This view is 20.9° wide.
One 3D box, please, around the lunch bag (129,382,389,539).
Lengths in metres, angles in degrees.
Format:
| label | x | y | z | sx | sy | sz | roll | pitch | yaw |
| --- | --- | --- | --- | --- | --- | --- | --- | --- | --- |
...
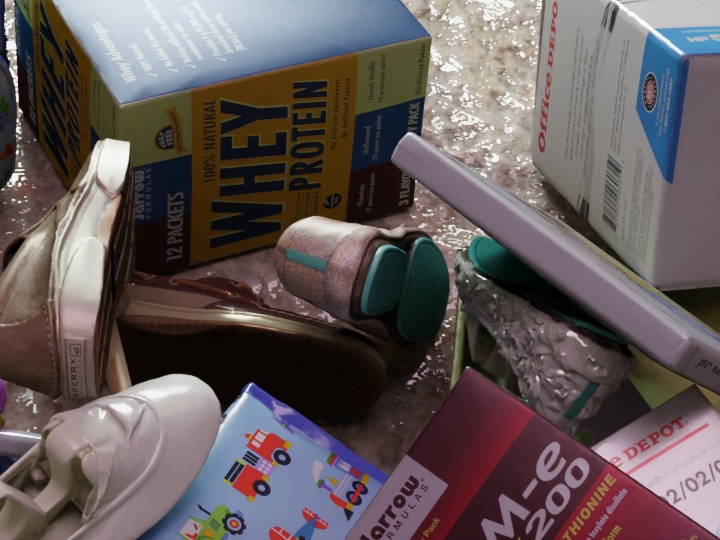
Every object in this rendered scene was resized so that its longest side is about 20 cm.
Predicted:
| label | x | y | z | sx | sy | sz | roll | pitch | yaw |
| --- | --- | --- | --- | --- | --- | --- | --- | --- | --- |
| lunch bag | -0.011 | 0.170 | 0.948 | 0.200 | 0.094 | 0.151 | 27 | 42 | 10 |

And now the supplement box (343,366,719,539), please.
| label | x | y | z | sx | sy | sz | roll | pitch | yaw |
| --- | --- | --- | --- | --- | --- | --- | --- | --- | --- |
| supplement box | 0.101 | 0.144 | 0.875 | 0.200 | 0.061 | 0.109 | 34 | 86 | 23 |

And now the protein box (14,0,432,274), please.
| label | x | y | z | sx | sy | sz | roll | pitch | yaw |
| --- | --- | --- | --- | --- | --- | --- | --- | --- | --- |
| protein box | -0.092 | -0.125 | 1.225 | 0.200 | 0.135 | 0.199 | -15 | 45 | -22 |

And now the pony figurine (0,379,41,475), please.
| label | x | y | z | sx | sy | sz | roll | pitch | yaw |
| --- | --- | --- | --- | --- | --- | --- | --- | --- | --- |
| pony figurine | -0.222 | 0.092 | 0.974 | 0.200 | 0.167 | 0.193 | 26 | 46 | -2 |

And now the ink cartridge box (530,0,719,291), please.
| label | x | y | z | sx | sy | sz | roll | pitch | yaw |
| --- | --- | --- | --- | --- | --- | --- | --- | --- | --- |
| ink cartridge box | 0.179 | -0.096 | 1.175 | 0.084 | 0.146 | 0.200 | -5 | 27 | -15 |

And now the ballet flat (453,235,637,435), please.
| label | x | y | z | sx | sy | sz | roll | pitch | yaw |
| --- | --- | --- | --- | --- | --- | --- | --- | --- | --- |
| ballet flat | 0.085 | 0.034 | 1.032 | 0.072 | 0.072 | 0.200 | -3 | 15 | -9 |

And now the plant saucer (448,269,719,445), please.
| label | x | y | z | sx | sy | sz | roll | pitch | yaw |
| --- | --- | --- | --- | --- | --- | --- | --- | --- | --- |
| plant saucer | 0.147 | 0.081 | 1.082 | 0.200 | 0.048 | 0.200 | 7 | 42 | 2 |

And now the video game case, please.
| label | x | y | z | sx | sy | sz | roll | pitch | yaw |
| --- | --- | --- | --- | --- | --- | --- | --- | --- | --- |
| video game case | 0.129 | 0.008 | 1.022 | 0.200 | 0.022 | 0.182 | 38 | 8 | 34 |

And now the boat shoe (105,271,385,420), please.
| label | x | y | z | sx | sy | sz | roll | pitch | yaw |
| --- | --- | --- | --- | --- | --- | --- | --- | --- | --- |
| boat shoe | -0.080 | 0.031 | 1.103 | 0.200 | 0.072 | 0.072 | 7 | 42 | 11 |

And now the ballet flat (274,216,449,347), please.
| label | x | y | z | sx | sy | sz | roll | pitch | yaw |
| --- | --- | --- | --- | --- | --- | --- | --- | --- | --- |
| ballet flat | 0.000 | 0.000 | 1.075 | 0.067 | 0.200 | 0.068 | 15 | 85 | 15 |

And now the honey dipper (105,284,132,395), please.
| label | x | y | z | sx | sy | sz | roll | pitch | yaw |
| --- | --- | --- | --- | --- | --- | --- | --- | --- | --- |
| honey dipper | -0.128 | 0.049 | 1.008 | 0.038 | 0.038 | 0.200 | -7 | 39 | -13 |

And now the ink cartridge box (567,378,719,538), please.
| label | x | y | z | sx | sy | sz | roll | pitch | yaw |
| --- | --- | --- | --- | --- | --- | --- | --- | --- | --- |
| ink cartridge box | 0.148 | 0.139 | 0.949 | 0.115 | 0.068 | 0.200 | -29 | 66 | -16 |

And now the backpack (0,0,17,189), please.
| label | x | y | z | sx | sy | sz | roll | pitch | yaw |
| --- | --- | --- | --- | --- | --- | --- | --- | --- | --- |
| backpack | -0.292 | -0.123 | 1.156 | 0.183 | 0.200 | 0.147 | -21 | 48 | -28 |

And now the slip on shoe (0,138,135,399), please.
| label | x | y | z | sx | sy | sz | roll | pitch | yaw |
| --- | --- | --- | --- | --- | --- | --- | --- | --- | --- |
| slip on shoe | -0.149 | -0.005 | 0.978 | 0.061 | 0.076 | 0.200 | 1 | 35 | 0 |

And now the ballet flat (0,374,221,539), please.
| label | x | y | z | sx | sy | sz | roll | pitch | yaw |
| --- | --- | --- | --- | --- | --- | --- | --- | --- | --- |
| ballet flat | -0.143 | 0.106 | 0.882 | 0.200 | 0.069 | 0.069 | -40 | 56 | -21 |
